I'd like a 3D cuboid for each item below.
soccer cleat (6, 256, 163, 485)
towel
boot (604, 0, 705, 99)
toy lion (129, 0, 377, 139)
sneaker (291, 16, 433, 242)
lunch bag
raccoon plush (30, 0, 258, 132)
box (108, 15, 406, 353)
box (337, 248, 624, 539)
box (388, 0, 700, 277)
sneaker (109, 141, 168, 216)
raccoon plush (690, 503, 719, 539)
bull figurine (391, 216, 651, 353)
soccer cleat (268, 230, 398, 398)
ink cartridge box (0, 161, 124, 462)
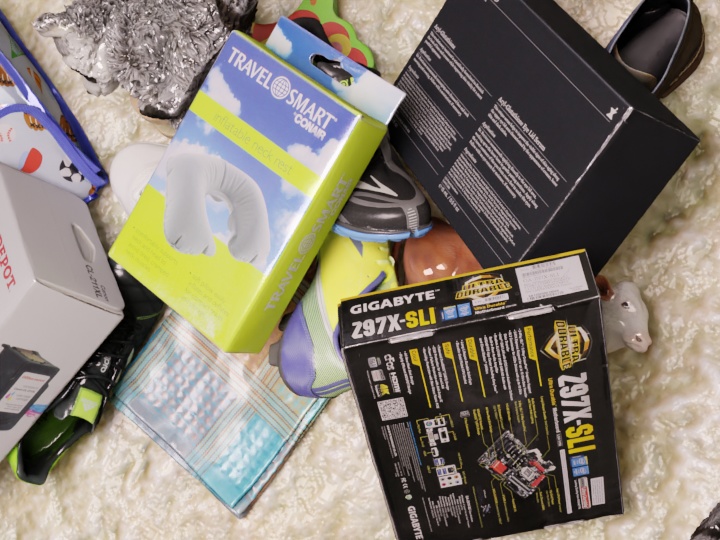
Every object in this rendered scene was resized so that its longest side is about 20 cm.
[{"bbox_3d":[-0.201,0.072,0.914,0.201,0.067,0.081,-56,32,7],"label":"soccer cleat"},{"bbox_3d":[-0.085,0.063,0.924,0.146,0.022,0.201,37,90,17],"label":"towel"},{"bbox_3d":[0.167,-0.118,0.853,0.074,0.097,0.201,39,90,17],"label":"boot"},{"bbox_3d":[-0.070,-0.164,0.948,0.189,0.069,0.203,12,82,9],"label":"toy lion"},{"bbox_3d":[-0.014,-0.098,0.839,0.070,0.083,0.201,-12,55,-29],"label":"sneaker"},{"bbox_3d":[-0.319,-0.101,0.968,0.169,0.124,0.201,-35,89,5],"label":"lunch bag"},{"bbox_3d":[-0.139,-0.200,0.867,0.133,0.097,0.201,37,104,5],"label":"raccoon plush"},{"bbox_3d":[-0.070,-0.061,0.807,0.121,0.048,0.201,35,101,24],"label":"box"},{"bbox_3d":[0.082,0.092,0.783,0.157,0.202,0.050,-13,38,4],"label":"box"},{"bbox_3d":[0.108,-0.096,0.813,0.142,0.078,0.201,-57,42,25],"label":"box"},{"bbox_3d":[-0.134,-0.046,0.912,0.200,0.088,0.075,41,91,31],"label":"sneaker"},{"bbox_3d":[0.241,0.247,0.765,0.134,0.097,0.200,41,89,9],"label":"raccoon plush"},{"bbox_3d":[0.102,0.036,0.854,0.198,0.065,0.122,25,79,23],"label":"bull figurine"},{"bbox_3d":[0.000,0.001,0.857,0.083,0.065,0.202,-5,53,33],"label":"soccer cleat"},{"bbox_3d":[-0.280,0.043,0.899,0.200,0.082,0.146,-48,45,16],"label":"ink cartridge box"}]
